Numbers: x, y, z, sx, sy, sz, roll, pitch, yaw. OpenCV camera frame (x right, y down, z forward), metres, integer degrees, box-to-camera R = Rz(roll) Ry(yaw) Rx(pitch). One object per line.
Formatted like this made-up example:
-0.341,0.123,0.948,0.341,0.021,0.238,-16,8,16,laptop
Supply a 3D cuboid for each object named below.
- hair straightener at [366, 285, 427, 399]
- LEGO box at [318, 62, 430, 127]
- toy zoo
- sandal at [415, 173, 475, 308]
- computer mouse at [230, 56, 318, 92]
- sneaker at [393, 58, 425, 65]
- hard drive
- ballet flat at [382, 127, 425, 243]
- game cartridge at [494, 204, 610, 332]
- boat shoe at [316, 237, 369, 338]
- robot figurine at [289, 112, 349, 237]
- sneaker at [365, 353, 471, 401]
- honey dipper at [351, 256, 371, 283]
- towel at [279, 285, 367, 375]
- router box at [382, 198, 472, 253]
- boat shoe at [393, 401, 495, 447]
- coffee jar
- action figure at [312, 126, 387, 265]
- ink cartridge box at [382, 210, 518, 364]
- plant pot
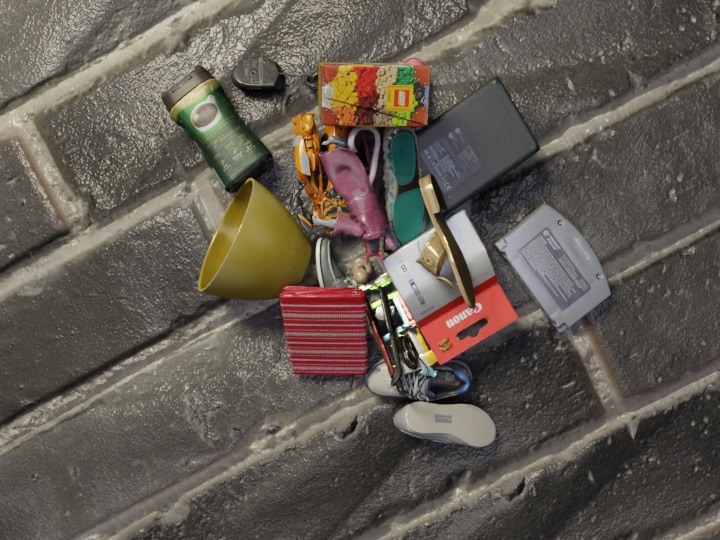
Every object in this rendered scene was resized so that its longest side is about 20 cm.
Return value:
0.064,0.116,0.884,0.076,0.041,0.203,-22,66,7,hair straightener
0.011,-0.265,0.775,0.145,0.201,0.079,-1,112,-6,LEGO box
0.087,0.094,0.920,0.129,0.020,0.203,-28,71,5,toy zoo
0.115,-0.036,0.819,0.068,0.077,0.216,-19,88,23,sandal
-0.129,-0.341,0.925,0.195,0.034,0.060,1,79,-4,computer mouse
0.025,-0.294,0.900,0.196,0.074,0.089,-16,96,3,sneaker
0.177,-0.201,0.861,0.198,0.033,0.141,-34,94,3,hard drive
0.067,-0.145,0.842,0.070,0.072,0.204,-4,125,2,ballet flat
0.348,-0.009,0.935,0.132,0.041,0.201,-37,93,8,game cartridge
-0.031,0.037,0.927,0.060,0.073,0.205,-10,102,13,boat shoe
-0.057,-0.160,0.892,0.142,0.058,0.205,-9,92,-34,robot figurine
0.104,0.193,0.933,0.195,0.085,0.079,-5,95,3,sneaker
0.000,0.000,0.862,0.037,0.200,0.039,0,94,2,honey dipper
-0.058,0.107,0.899,0.141,0.023,0.203,0,129,3,towel
0.119,-0.126,0.916,0.146,0.062,0.205,4,95,0,router box
0.151,0.281,0.946,0.196,0.068,0.074,9,68,-24,boat shoe
-0.247,-0.244,0.904,0.104,0.085,0.202,-36,94,-1,coffee jar
0.009,-0.110,0.816,0.147,0.133,0.204,-15,96,47,action figure
0.148,0.030,0.863,0.158,0.047,0.203,-30,85,2,ink cartridge box
-0.167,-0.031,0.885,0.140,0.200,0.203,27,96,-25,plant pot
